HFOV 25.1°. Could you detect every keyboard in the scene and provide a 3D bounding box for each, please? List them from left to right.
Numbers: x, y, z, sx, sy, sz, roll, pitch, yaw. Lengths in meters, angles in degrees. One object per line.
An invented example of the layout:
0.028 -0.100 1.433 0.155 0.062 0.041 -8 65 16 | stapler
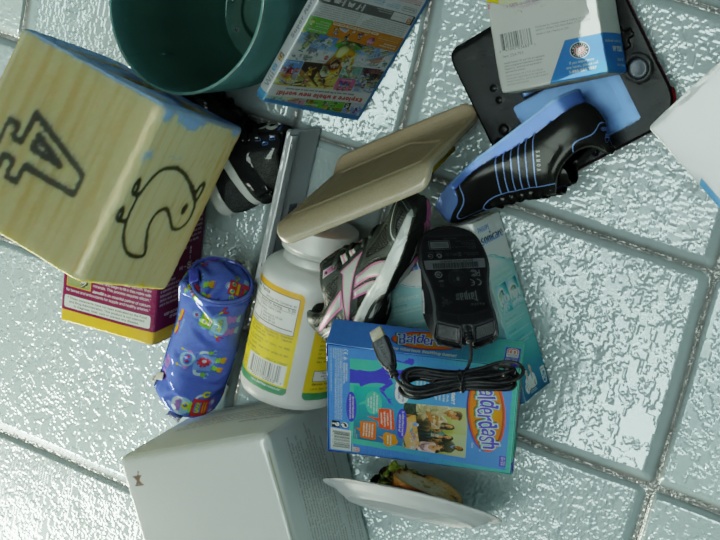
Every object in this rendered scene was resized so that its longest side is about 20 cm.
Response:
-0.083 -0.064 1.816 0.011 0.056 0.201 24 111 27 | keyboard

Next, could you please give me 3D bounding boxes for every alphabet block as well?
-0.279 -0.113 1.711 0.196 0.195 0.200 29 98 21 | alphabet block

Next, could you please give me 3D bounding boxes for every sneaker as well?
-0.136 -0.169 1.814 0.112 0.073 0.201 -16 103 23 | sneaker
0.000 0.000 1.682 0.086 0.080 0.200 30 112 11 | sneaker
0.167 -0.097 1.652 0.200 0.070 0.078 -39 76 25 | sneaker

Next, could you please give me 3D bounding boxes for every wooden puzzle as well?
0.023 -0.097 1.685 0.185 0.200 0.037 -21 107 27 | wooden puzzle

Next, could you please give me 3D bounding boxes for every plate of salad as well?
0.058 0.241 1.758 0.199 0.200 0.048 7 76 23 | plate of salad

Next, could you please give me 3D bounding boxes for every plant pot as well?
-0.139 -0.285 1.723 0.200 0.161 0.201 2 95 31 | plant pot

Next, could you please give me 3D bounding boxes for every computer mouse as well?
0.072 0.049 1.620 0.046 0.140 0.200 100 159 -55 | computer mouse

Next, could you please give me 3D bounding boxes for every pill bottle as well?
-0.062 0.044 1.799 0.113 0.113 0.201 19 109 20 | pill bottle

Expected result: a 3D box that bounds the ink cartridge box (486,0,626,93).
0.188 -0.285 1.615 0.116 0.067 0.201 -8 92 27 | ink cartridge box

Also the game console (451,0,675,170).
0.209 -0.194 1.666 0.200 0.031 0.177 -27 90 27 | game console

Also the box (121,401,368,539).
-0.128 0.265 1.846 0.198 0.171 0.201 -12 97 27 | box

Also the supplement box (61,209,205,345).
-0.262 -0.031 1.879 0.131 0.103 0.201 15 108 21 | supplement box

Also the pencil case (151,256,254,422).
-0.183 0.079 1.855 0.087 0.078 0.200 7 128 -17 | pencil case

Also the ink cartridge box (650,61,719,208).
0.391 -0.140 1.500 0.146 0.200 0.147 -44 82 28 | ink cartridge box

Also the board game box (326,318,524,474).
0.066 0.132 1.675 0.199 0.045 0.152 7 128 8 | board game box

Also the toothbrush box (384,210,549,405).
0.099 0.053 1.742 0.146 0.085 0.201 -16 95 27 | toothbrush box

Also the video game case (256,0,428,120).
-0.008 -0.252 1.694 0.018 0.143 0.200 50 119 36 | video game case
